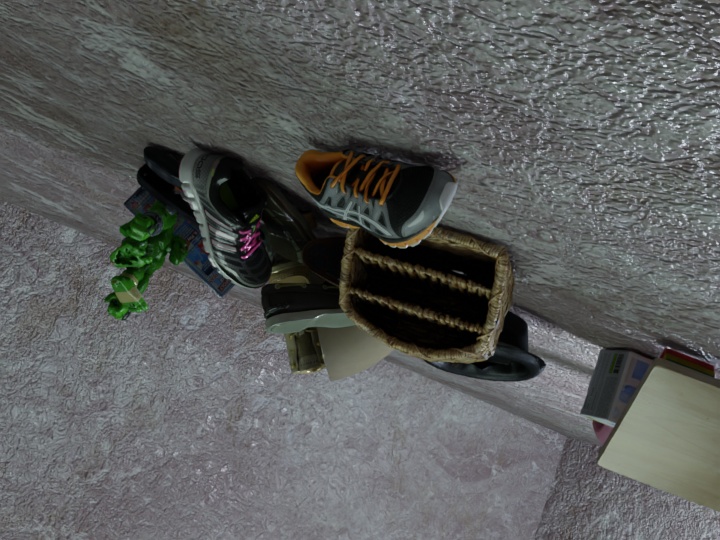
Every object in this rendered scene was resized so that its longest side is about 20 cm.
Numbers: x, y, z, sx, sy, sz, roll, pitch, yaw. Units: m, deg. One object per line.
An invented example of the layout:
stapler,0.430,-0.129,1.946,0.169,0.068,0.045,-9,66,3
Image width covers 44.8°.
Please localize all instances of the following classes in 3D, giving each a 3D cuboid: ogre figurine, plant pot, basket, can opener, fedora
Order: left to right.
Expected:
ogre figurine,-0.305,-0.028,1.235,0.097,0.120,0.201,13,134,12
can opener,-0.218,-0.085,1.172,0.200,0.063,0.079,40,178,2
plant pot,0.005,0.057,1.328,0.133,0.202,0.200,-9,168,3
basket,0.073,0.029,1.050,0.199,0.144,0.149,18,172,17
fedora,0.191,0.106,1.364,0.199,0.092,0.201,9,159,3

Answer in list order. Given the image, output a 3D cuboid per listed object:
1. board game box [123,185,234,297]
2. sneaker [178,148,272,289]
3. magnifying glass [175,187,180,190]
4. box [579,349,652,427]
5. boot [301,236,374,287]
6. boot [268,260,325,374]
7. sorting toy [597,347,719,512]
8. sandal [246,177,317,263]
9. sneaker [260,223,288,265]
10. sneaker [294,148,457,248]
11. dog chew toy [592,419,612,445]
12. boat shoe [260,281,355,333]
board game box,-0.269,-0.046,1.386,0.200,0.062,0.200,45,175,-3
sneaker,-0.150,-0.059,1.081,0.087,0.074,0.201,3,126,39
magnifying glass,-0.205,-0.108,1.272,0.199,0.023,0.080,20,172,15
box,0.458,0.207,1.333,0.199,0.113,0.101,21,173,-8
boot,0.000,0.000,1.200,0.199,0.075,0.097,12,173,-23
boot,-0.094,0.075,1.338,0.072,0.157,0.200,-11,164,-2
sorting toy,0.458,0.215,1.201,0.199,0.200,0.070,20,-144,5
sandal,-0.096,-0.069,1.173,0.081,0.055,0.200,9,152,30
sneaker,-0.147,-0.031,1.338,0.199,0.077,0.081,22,-162,-35
sneaker,0.008,-0.075,0.811,0.077,0.079,0.199,38,162,-34
dog chew toy,0.549,0.298,1.668,0.198,0.126,0.125,14,172,-7
boat shoe,-0.043,0.043,1.177,0.200,0.061,0.072,-2,159,-39
